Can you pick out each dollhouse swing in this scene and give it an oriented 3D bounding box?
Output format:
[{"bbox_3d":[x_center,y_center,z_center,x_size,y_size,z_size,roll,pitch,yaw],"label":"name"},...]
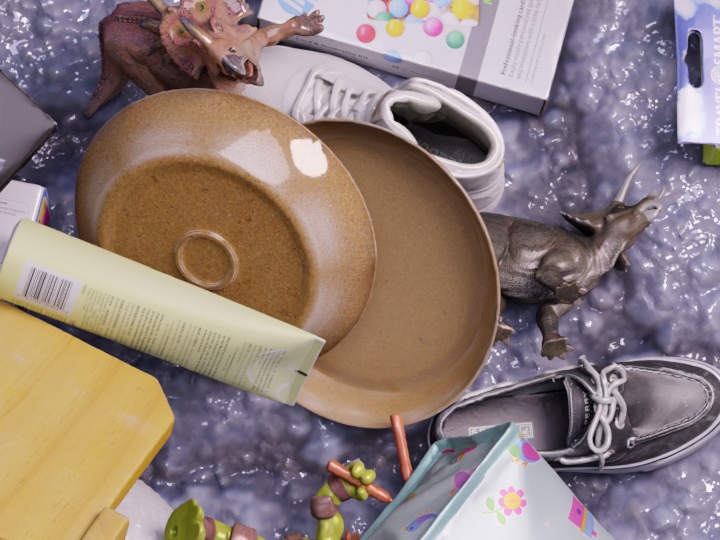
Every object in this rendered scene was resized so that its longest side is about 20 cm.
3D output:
[{"bbox_3d":[-0.231,0.144,1.453,0.199,0.176,0.183,25,117,8],"label":"dollhouse swing"}]

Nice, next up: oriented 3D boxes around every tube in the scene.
[{"bbox_3d":[-0.123,0.027,1.497,0.199,0.058,0.052,22,94,-3],"label":"tube"}]

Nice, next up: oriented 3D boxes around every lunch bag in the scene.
[{"bbox_3d":[0.063,0.220,1.455,0.170,0.122,0.200,46,64,-12],"label":"lunch bag"}]

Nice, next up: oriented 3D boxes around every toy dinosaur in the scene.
[{"bbox_3d":[-0.116,-0.142,1.540,0.199,0.135,0.087,-1,73,38],"label":"toy dinosaur"},{"bbox_3d":[0.097,-0.003,1.576,0.198,0.077,0.103,-3,38,8],"label":"toy dinosaur"}]

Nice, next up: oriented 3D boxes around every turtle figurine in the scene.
[{"bbox_3d":[-0.042,0.179,1.508,0.160,0.064,0.202,11,88,-33],"label":"turtle figurine"}]

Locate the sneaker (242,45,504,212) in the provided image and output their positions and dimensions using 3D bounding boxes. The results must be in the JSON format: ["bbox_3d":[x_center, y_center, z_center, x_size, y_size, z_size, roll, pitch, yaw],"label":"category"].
[{"bbox_3d":[0.004,-0.104,1.571,0.199,0.116,0.074,23,77,5],"label":"sneaker"}]

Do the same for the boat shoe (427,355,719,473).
[{"bbox_3d":[0.141,0.089,1.551,0.198,0.068,0.074,-3,76,-3],"label":"boat shoe"}]

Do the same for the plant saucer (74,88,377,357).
[{"bbox_3d":[-0.089,-0.014,1.512,0.199,0.201,0.036,24,35,4],"label":"plant saucer"}]

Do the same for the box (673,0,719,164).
[{"bbox_3d":[0.302,-0.131,1.625,0.198,0.048,0.123,1,75,-2],"label":"box"}]

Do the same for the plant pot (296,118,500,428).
[{"bbox_3d":[0.000,0.000,1.534,0.199,0.027,0.202,9,111,24],"label":"plant pot"}]

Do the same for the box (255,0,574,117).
[{"bbox_3d":[0.047,-0.204,1.636,0.198,0.041,0.157,16,75,3],"label":"box"}]

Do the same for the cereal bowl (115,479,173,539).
[{"bbox_3d":[-0.190,0.207,1.498,0.198,0.083,0.202,1,76,-3],"label":"cereal bowl"}]

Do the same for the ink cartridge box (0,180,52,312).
[{"bbox_3d":[-0.282,0.037,1.539,0.135,0.076,0.202,12,73,2],"label":"ink cartridge box"}]

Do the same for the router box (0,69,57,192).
[{"bbox_3d":[-0.304,-0.066,1.473,0.157,0.052,0.200,43,85,-5],"label":"router box"}]
